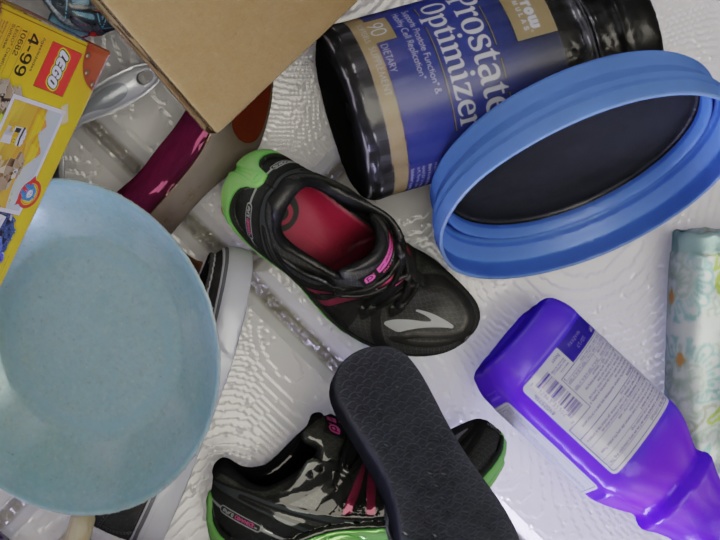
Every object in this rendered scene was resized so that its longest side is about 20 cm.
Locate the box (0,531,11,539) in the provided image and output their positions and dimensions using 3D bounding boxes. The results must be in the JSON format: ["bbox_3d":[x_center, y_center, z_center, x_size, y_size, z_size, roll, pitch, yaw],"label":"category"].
[{"bbox_3d":[-0.180,0.233,0.917,0.200,0.039,0.041,41,85,-11],"label":"box"}]

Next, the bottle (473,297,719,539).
[{"bbox_3d":[0.169,0.110,0.943,0.200,0.065,0.084,43,64,-1],"label":"bottle"}]

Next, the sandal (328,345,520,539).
[{"bbox_3d":[0.042,0.140,0.869,0.076,0.043,0.201,-15,69,-18],"label":"sandal"}]

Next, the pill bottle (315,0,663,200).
[{"bbox_3d":[0.081,-0.122,0.902,0.200,0.112,0.112,-17,97,-9],"label":"pill bottle"}]

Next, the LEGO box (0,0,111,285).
[{"bbox_3d":[-0.243,-0.059,0.771,0.077,0.149,0.200,29,96,26],"label":"LEGO box"}]

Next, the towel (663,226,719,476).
[{"bbox_3d":[0.305,0.055,0.992,0.199,0.048,0.172,0,94,-11],"label":"towel"}]

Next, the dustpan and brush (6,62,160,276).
[{"bbox_3d":[-0.210,-0.075,0.876,0.200,0.057,0.140,-29,100,-7],"label":"dustpan and brush"}]

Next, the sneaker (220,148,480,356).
[{"bbox_3d":[0.000,0.000,0.900,0.200,0.084,0.077,32,87,-29],"label":"sneaker"}]

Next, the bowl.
[{"bbox_3d":[0.135,-0.062,0.885,0.200,0.201,0.039,-16,65,-9],"label":"bowl"}]

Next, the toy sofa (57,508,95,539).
[{"bbox_3d":[-0.100,0.223,0.876,0.200,0.083,0.098,31,127,-21],"label":"toy sofa"}]

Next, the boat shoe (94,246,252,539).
[{"bbox_3d":[-0.125,0.074,0.905,0.066,0.070,0.200,19,98,-13],"label":"boat shoe"}]

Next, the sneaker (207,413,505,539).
[{"bbox_3d":[-0.001,0.128,0.918,0.200,0.077,0.084,-15,100,-11],"label":"sneaker"}]

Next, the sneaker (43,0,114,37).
[{"bbox_3d":[-0.154,-0.177,0.882,0.200,0.079,0.096,23,102,-4],"label":"sneaker"}]

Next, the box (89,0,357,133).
[{"bbox_3d":[-0.068,-0.204,0.835,0.200,0.021,0.164,-45,107,-15],"label":"box"}]

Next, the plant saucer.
[{"bbox_3d":[-0.167,0.044,0.857,0.200,0.039,0.202,3,99,18],"label":"plant saucer"}]

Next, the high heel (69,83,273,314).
[{"bbox_3d":[-0.124,-0.072,0.902,0.096,0.067,0.200,15,72,23],"label":"high heel"}]
